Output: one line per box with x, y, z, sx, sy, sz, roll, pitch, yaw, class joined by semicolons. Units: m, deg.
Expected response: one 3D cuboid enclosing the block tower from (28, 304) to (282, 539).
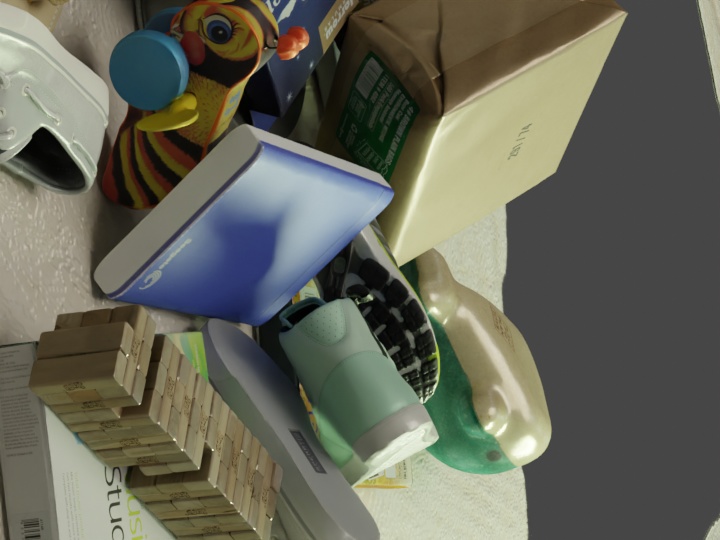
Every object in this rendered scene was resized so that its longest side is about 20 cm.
-0.108;0.092;1.266;0.200;0.058;0.054;56;35;-48;block tower

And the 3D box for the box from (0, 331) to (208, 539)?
-0.140;0.110;1.299;0.200;0.036;0.145;-1;84;-68;box

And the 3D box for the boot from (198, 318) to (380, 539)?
-0.072;0.129;1.412;0.073;0.096;0.200;21;30;-49;boot

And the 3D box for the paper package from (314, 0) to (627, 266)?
0.070;-0.119;1.597;0.190;0.104;0.200;-32;159;-29;paper package

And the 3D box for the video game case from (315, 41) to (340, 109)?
0.023;-0.112;1.782;0.200;0.023;0.182;-35;115;-65;video game case

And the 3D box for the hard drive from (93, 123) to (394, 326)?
-0.067;-0.023;1.410;0.025;0.132;0.200;51;14;20;hard drive

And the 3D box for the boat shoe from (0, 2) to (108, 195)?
-0.194;-0.089;1.206;0.200;0.072;0.069;46;40;-69;boat shoe

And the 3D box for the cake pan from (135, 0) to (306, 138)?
-0.088;-0.166;1.515;0.200;0.037;0.201;-8;90;-67;cake pan

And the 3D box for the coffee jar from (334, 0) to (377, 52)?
0.003;-0.254;1.645;0.085;0.104;0.201;-134;-156;-82;coffee jar

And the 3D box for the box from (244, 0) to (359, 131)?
-0.047;-0.186;1.438;0.121;0.032;0.200;-59;152;-30;box

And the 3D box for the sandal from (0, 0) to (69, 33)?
-0.158;-0.215;1.320;0.078;0.069;0.212;59;32;-43;sandal

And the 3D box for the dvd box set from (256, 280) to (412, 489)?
-0.016;0.082;1.611;0.200;0.029;0.147;13;71;-67;dvd box set

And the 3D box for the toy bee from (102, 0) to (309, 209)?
-0.090;-0.119;1.319;0.200;0.108;0.131;94;18;-46;toy bee

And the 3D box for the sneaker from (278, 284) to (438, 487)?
-0.006;0.073;1.478;0.118;0.074;0.200;59;-11;10;sneaker

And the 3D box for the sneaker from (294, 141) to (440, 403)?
0.000;0.000;1.546;0.200;0.074;0.081;64;15;-3;sneaker

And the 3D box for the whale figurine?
0.068;0.072;1.732;0.200;0.104;0.159;55;17;-36;whale figurine
